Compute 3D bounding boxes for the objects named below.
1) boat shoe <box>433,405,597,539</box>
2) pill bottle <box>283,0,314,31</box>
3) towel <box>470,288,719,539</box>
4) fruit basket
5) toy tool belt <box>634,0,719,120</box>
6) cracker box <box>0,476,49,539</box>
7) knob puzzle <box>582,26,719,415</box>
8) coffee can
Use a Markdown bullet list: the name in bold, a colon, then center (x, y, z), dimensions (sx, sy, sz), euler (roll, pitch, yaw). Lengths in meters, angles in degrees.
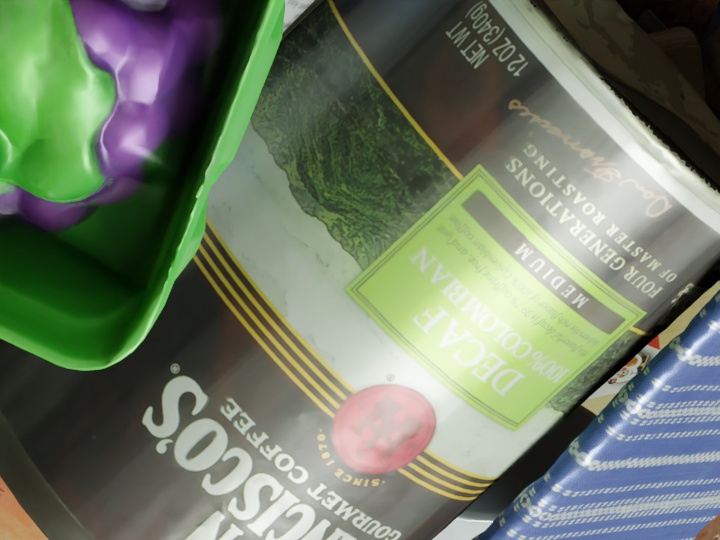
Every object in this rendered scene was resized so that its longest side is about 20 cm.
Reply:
- **boat shoe**: center (-0.012, 0.089, 0.997), dimensions (0.200, 0.075, 0.086), euler (-3, 134, -6)
- **pill bottle**: center (-0.065, -0.098, 0.799), dimensions (0.200, 0.112, 0.112), euler (-43, 137, 11)
- **towel**: center (0.111, 0.029, 0.880), dimensions (0.200, 0.024, 0.144), euler (-48, 157, 22)
- **fruit basket**: center (-0.122, -0.065, 0.653), dimensions (0.215, 0.215, 0.156), euler (19, 96, -41)
- **toy tool belt**: center (0.174, -0.095, 0.942), dimensions (0.123, 0.125, 0.200), euler (-43, 177, -27)
- **cracker box**: center (-0.082, 0.165, 0.863), dimensions (0.200, 0.058, 0.134), euler (43, 67, -20)
- **knob puzzle**: center (0.020, 0.003, 0.995), dimensions (0.218, 0.031, 0.221), euler (-7, 135, -7)
- **coffee can**: center (0.000, 0.000, 0.859), dimensions (0.200, 0.147, 0.146), euler (-43, 137, 13)
